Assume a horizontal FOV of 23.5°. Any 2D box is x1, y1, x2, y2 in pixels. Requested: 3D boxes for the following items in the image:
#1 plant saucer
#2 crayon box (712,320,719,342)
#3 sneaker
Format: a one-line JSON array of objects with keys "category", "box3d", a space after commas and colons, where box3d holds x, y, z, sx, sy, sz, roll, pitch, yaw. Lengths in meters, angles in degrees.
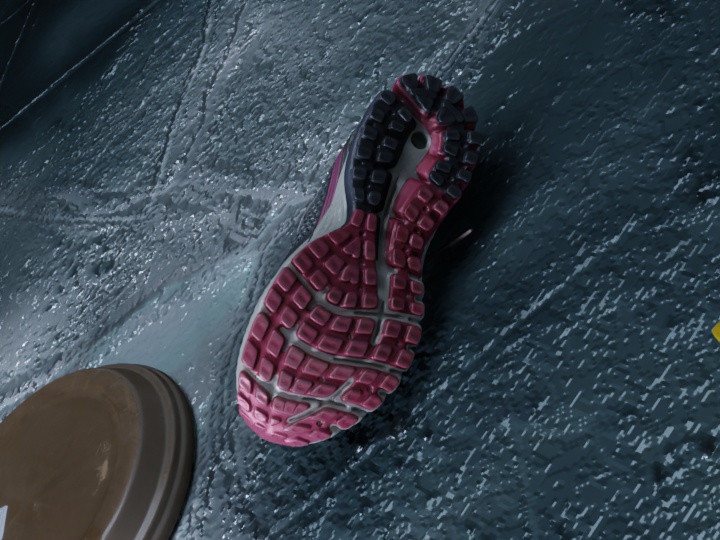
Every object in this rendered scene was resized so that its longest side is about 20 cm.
[{"category": "plant saucer", "box3d": [-0.175, 0.134, 0.969, 0.200, 0.029, 0.201, -28, 40, 27]}, {"category": "crayon box", "box3d": [0.248, 0.002, 0.604, 0.200, 0.058, 0.173, -46, 34, 3]}, {"category": "sneaker", "box3d": [0.000, 0.000, 0.876, 0.201, 0.080, 0.075, -62, 8, -19]}]
